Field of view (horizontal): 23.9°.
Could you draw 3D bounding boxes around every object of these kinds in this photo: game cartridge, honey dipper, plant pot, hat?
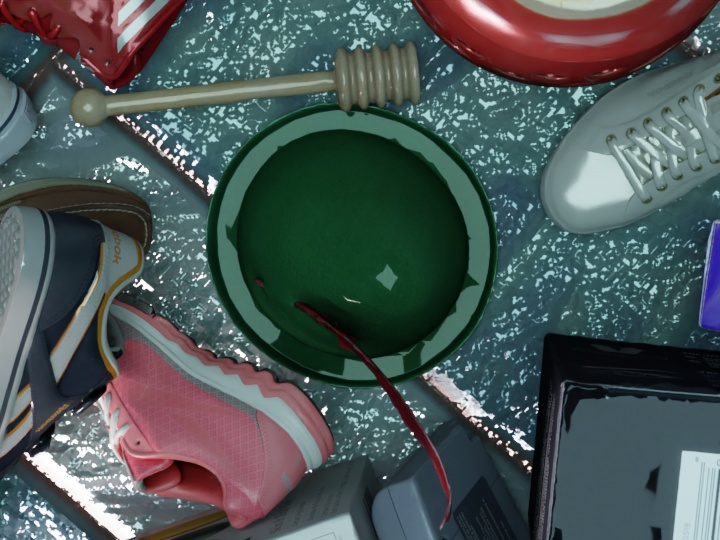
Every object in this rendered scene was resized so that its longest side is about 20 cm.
[{"bbox_3d":[0.075,0.192,0.954,0.042,0.133,0.200,-26,93,27],"label":"game cartridge"},{"bbox_3d":[-0.066,-0.104,0.971,0.200,0.038,0.038,-5,95,-3],"label":"honey dipper"},{"bbox_3d":[0.108,-0.197,0.893,0.200,0.182,0.201,1,95,6],"label":"plant pot"},{"bbox_3d":[0.000,0.000,0.918,0.200,0.176,0.166,29,97,1],"label":"hat"}]

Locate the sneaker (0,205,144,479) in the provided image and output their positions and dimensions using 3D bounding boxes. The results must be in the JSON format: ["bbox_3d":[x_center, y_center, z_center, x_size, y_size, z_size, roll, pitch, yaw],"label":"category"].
[{"bbox_3d":[-0.176,0.057,0.920,0.079,0.078,0.200,8,127,-31],"label":"sneaker"}]

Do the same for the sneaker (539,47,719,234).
[{"bbox_3d":[0.187,-0.086,0.945,0.200,0.085,0.073,-34,94,8],"label":"sneaker"}]

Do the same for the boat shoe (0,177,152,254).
[{"bbox_3d":[-0.209,0.000,0.956,0.200,0.072,0.076,-15,119,-20],"label":"boat shoe"}]

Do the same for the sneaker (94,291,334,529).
[{"bbox_3d":[-0.117,0.078,0.949,0.200,0.074,0.087,22,57,25],"label":"sneaker"}]

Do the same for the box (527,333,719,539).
[{"bbox_3d":[0.193,0.109,0.904,0.196,0.200,0.118,6,95,4],"label":"box"}]

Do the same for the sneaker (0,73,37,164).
[{"bbox_3d":[-0.284,-0.056,0.977,0.200,0.073,0.071,-40,130,-2],"label":"sneaker"}]

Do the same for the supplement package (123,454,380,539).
[{"bbox_3d":[-0.068,0.218,0.956,0.200,0.152,0.151,-20,94,6],"label":"supplement package"}]

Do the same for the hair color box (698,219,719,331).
[{"bbox_3d":[0.292,0.015,0.908,0.200,0.109,0.065,8,95,22],"label":"hair color box"}]

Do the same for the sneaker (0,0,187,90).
[{"bbox_3d":[-0.192,-0.147,0.968,0.200,0.078,0.116,-20,93,7],"label":"sneaker"}]
